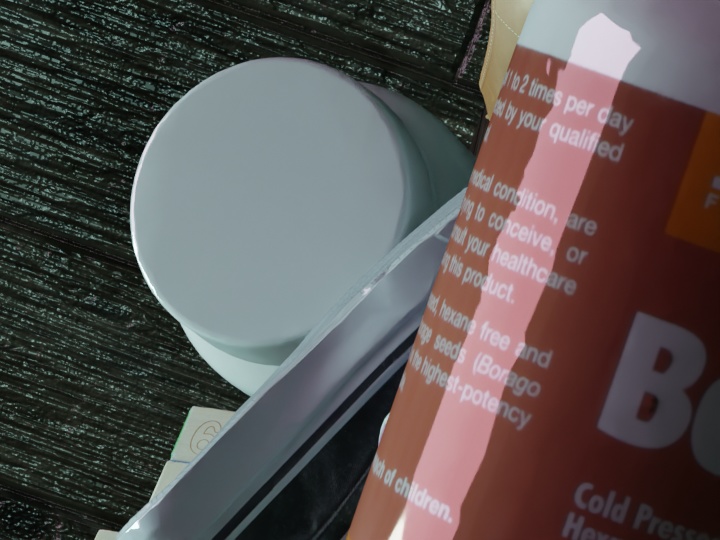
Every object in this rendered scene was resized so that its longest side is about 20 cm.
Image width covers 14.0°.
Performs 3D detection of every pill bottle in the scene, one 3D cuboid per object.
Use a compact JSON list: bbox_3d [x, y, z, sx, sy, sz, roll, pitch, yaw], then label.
[{"bbox_3d":[0.000,0.000,1.010,0.200,0.113,0.114,38,-111,-68],"label":"pill bottle"},{"bbox_3d":[0.074,0.002,0.623,0.112,0.112,0.201,-84,12,-84],"label":"pill bottle"}]

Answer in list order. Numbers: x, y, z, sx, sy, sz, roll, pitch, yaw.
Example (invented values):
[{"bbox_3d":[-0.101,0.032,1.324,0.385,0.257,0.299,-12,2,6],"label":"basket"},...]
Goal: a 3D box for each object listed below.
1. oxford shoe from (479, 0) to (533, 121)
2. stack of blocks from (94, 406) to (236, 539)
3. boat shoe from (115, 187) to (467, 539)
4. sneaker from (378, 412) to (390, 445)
[{"bbox_3d":[0.082,-0.052,1.170,0.071,0.071,0.201,-40,-40,-40],"label":"oxford shoe"},{"bbox_3d":[-0.066,0.149,1.133,0.115,0.058,0.201,74,-150,-45],"label":"stack of blocks"},{"bbox_3d":[0.018,0.037,0.863,0.200,0.071,0.072,-45,3,-9],"label":"boat shoe"},{"bbox_3d":[0.063,0.089,0.828,0.088,0.080,0.201,-34,-33,-20],"label":"sneaker"}]
